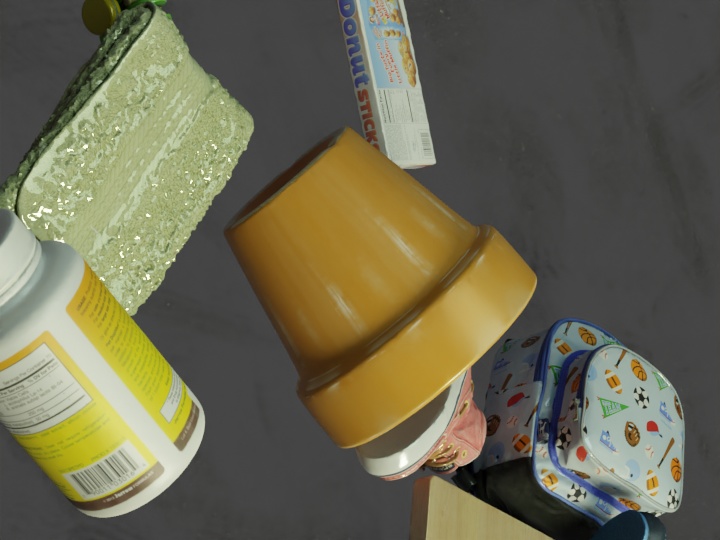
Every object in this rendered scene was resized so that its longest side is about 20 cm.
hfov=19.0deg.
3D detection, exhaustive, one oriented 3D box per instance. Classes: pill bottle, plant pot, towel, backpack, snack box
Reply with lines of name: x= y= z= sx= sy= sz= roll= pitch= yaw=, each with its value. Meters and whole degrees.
pill bottle: x=-0.196 y=0.058 z=1.389 sx=0.200 sy=0.109 sz=0.110 roll=54 pitch=41 yaw=-28
plant pot: x=0.000 y=0.000 z=1.624 sx=0.183 sy=0.200 sz=0.200 roll=49 pitch=41 yaw=-9
towel: x=-0.161 y=-0.073 z=1.503 sx=0.148 sy=0.036 sz=0.200 roll=49 pitch=61 yaw=-34
backpack: x=0.188 y=0.138 z=1.858 sx=0.200 sy=0.154 sz=0.191 roll=38 pitch=39 yaw=-36
snack box: x=0.018 y=-0.186 z=1.834 sx=0.072 sy=0.024 sz=0.201 roll=-6 pitch=83 yaw=-53

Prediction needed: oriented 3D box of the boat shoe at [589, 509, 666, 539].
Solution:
boat shoe: x=0.207 y=0.280 z=1.802 sx=0.068 sy=0.200 sz=0.084 roll=18 pitch=35 yaw=-18

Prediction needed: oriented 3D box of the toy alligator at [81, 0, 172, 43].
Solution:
toy alligator: x=-0.152 y=-0.146 z=1.564 sx=0.059 sy=0.054 sz=0.201 roll=-19 pitch=94 yaw=-54

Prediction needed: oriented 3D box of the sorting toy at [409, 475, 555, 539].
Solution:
sorting toy: x=0.081 y=0.293 z=1.718 sx=0.198 sy=0.069 sz=0.201 roll=32 pitch=54 yaw=-44

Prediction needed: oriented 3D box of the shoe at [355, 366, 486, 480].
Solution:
shoe: x=0.055 y=0.131 z=1.711 sx=0.200 sy=0.071 sz=0.091 roll=-59 pitch=137 yaw=-58
